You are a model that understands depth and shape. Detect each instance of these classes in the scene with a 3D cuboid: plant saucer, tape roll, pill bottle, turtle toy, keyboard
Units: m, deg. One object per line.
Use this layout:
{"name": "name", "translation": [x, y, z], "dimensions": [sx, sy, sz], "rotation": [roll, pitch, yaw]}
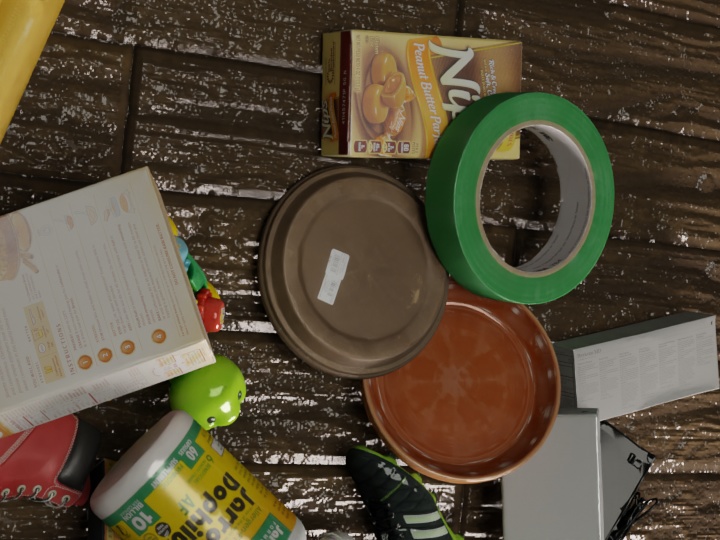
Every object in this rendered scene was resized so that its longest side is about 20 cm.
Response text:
{"name": "plant saucer", "translation": [0.000, 0.000, 1.523], "dimensions": [0.199, 0.029, 0.201], "rotation": [3, 83, -26]}
{"name": "tape roll", "translation": [0.153, -0.069, 1.564], "dimensions": [0.200, 0.048, 0.201], "rotation": [-3, 96, -34]}
{"name": "pill bottle", "translation": [-0.117, 0.221, 1.364], "dimensions": [0.200, 0.113, 0.113], "rotation": [45, 70, -8]}
{"name": "turtle toy", "translation": [-0.170, 0.050, 1.397], "dimensions": [0.146, 0.101, 0.200], "rotation": [-42, 114, -23]}
{"name": "keyboard", "translation": [0.236, 0.264, 1.725], "dimensions": [0.104, 0.040, 0.200], "rotation": [36, 75, -5]}
{"name": "plant saucer", "translation": [0.094, 0.105, 1.574], "dimensions": [0.199, 0.032, 0.201], "rotation": [5, 71, -15]}

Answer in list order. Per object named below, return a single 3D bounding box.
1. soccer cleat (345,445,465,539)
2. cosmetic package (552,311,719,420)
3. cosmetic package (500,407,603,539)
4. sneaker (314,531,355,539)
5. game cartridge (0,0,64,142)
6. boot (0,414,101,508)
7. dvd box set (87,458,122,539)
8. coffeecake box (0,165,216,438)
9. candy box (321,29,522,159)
{"name": "soccer cleat", "translation": [0.043, 0.249, 1.570], "dimensions": [0.200, 0.067, 0.081], "rotation": [53, 59, -28]}
{"name": "cosmetic package", "translation": [0.287, 0.100, 1.726], "dimensions": [0.199, 0.051, 0.083], "rotation": [-10, 102, -32]}
{"name": "cosmetic package", "translation": [0.192, 0.238, 1.633], "dimensions": [0.101, 0.074, 0.201], "rotation": [-1, 91, 9]}
{"name": "sneaker", "translation": [-0.053, 0.333, 1.495], "dimensions": [0.075, 0.100, 0.201], "rotation": [11, 79, 9]}
{"name": "game cartridge", "translation": [-0.351, -0.195, 1.303], "dimensions": [0.200, 0.032, 0.177], "rotation": [27, 80, -30]}
{"name": "boot", "translation": [-0.301, 0.185, 1.345], "dimensions": [0.144, 0.072, 0.200], "rotation": [47, 66, -28]}
{"name": "dvd box set", "translation": [-0.145, 0.256, 1.426], "dimensions": [0.200, 0.029, 0.147], "rotation": [22, 43, -33]}
{"name": "coffeecake box", "translation": [-0.234, 0.028, 1.290], "dimensions": [0.199, 0.073, 0.154], "rotation": [-19, 72, -4]}
{"name": "candy box", "translation": [0.059, -0.164, 1.555], "dimensions": [0.199, 0.055, 0.116], "rotation": [-2, 95, -32]}
